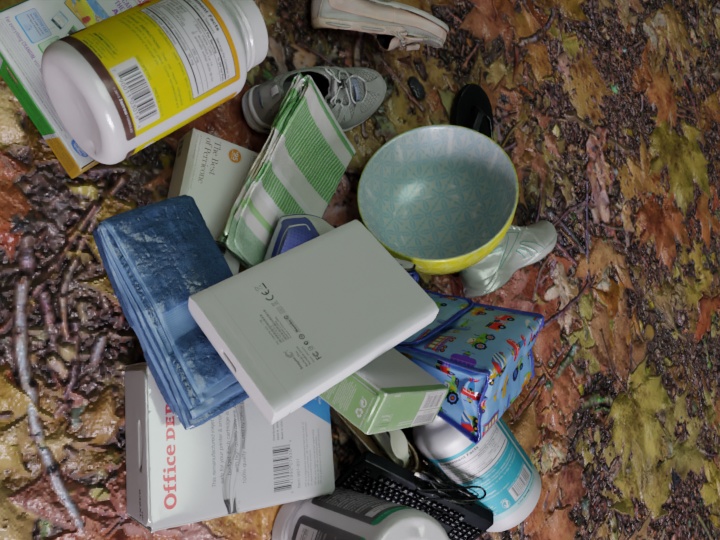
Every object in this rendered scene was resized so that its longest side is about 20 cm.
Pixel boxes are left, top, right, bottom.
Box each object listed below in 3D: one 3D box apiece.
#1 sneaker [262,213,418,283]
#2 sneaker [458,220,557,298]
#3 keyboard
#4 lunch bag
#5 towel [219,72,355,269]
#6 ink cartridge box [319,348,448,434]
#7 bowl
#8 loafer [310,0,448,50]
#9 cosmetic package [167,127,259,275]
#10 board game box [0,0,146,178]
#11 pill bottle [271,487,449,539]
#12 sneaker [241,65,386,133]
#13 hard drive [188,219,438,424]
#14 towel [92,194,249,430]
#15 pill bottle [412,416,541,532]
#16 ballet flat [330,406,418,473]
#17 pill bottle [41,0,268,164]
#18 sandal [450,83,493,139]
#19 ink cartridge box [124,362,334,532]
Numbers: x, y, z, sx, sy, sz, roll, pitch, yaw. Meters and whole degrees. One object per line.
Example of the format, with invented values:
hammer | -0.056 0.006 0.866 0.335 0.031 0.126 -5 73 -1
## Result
sneaker | 0.001 0.000 0.734 0.197 0.114 0.083 22 86 -41
sneaker | 0.210 -0.038 0.964 0.198 0.070 0.082 -30 99 -33
keyboard | 0.069 0.275 0.789 0.197 0.105 0.040 29 25 -17
lunch bag | 0.094 0.088 0.803 0.149 0.197 0.096 -30 132 -46
towel | -0.072 -0.087 0.740 0.204 0.023 0.153 -67 152 -15
ink cartridge box | -0.020 0.085 0.695 0.144 0.198 0.049 12 108 -58
bowl | 0.098 -0.070 0.850 0.203 0.196 0.109 -60 158 -24
loafer | 0.023 -0.315 0.872 0.195 0.072 0.065 11 95 -28
cosmetic package | -0.165 -0.035 0.707 0.081 0.050 0.206 16 75 -34
board game box | -0.246 -0.211 0.676 0.199 0.040 0.155 -41 108 -32
pill bottle | -0.007 0.287 0.689 0.111 0.198 0.117 5 82 -33
sneaker | -0.038 -0.203 0.797 0.197 0.081 0.077 -23 97 -35
hard drive | -0.038 0.036 0.619 0.198 0.027 0.132 -27 63 -34
towel | -0.158 0.031 0.621 0.110 0.048 0.204 -24 85 -40
pill bottle | 0.138 0.222 0.855 0.111 0.110 0.202 -45 110 -30
ballet flat | 0.007 0.168 0.795 0.068 0.067 0.201 -48 111 -30
pill bottle | -0.181 -0.191 0.628 0.199 0.108 0.111 -40 107 -32
sandal | 0.166 -0.167 0.963 0.075 0.042 0.206 10 79 -34
ink cartridge box | -0.131 0.162 0.685 0.196 0.083 0.150 1 82 -35
